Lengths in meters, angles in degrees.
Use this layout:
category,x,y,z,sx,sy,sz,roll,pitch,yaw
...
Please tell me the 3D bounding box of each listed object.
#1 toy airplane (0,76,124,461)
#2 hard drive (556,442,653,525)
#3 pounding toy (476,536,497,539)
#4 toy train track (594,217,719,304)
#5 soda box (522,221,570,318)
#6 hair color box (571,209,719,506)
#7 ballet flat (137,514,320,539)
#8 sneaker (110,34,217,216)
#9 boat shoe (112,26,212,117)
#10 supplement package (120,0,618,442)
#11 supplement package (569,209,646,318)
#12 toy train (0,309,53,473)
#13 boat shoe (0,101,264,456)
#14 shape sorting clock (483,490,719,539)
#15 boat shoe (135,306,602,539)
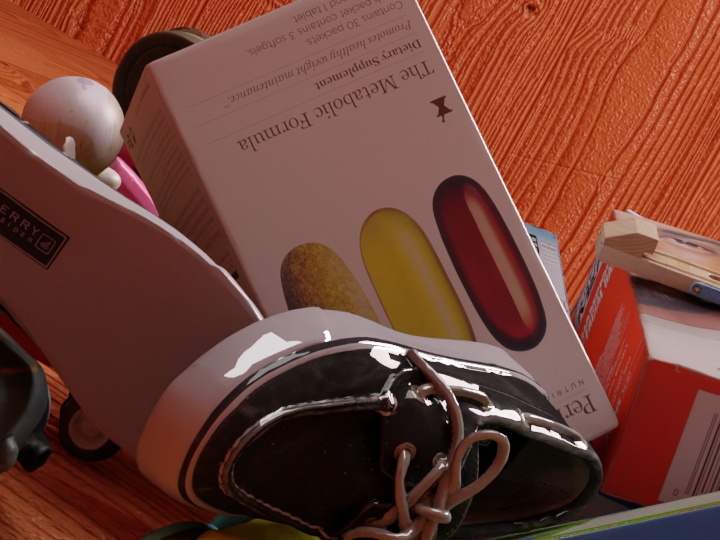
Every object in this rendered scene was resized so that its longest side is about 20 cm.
category,x,y,z,sx,sy,sz,roll,pitch,yaw
toy airplane,-0.156,-0.024,1.017,0.200,0.141,0.199,33,7,40
hard drive,0.164,0.093,1.007,0.132,0.025,0.200,24,18,16
pounding toy,0.145,0.152,1.094,0.184,0.143,0.200,32,22,37
toy train track,0.195,0.012,0.977,0.199,0.033,0.115,19,17,-1
soda box,-0.004,0.031,1.113,0.199,0.069,0.064,-12,-9,19
hair color box,0.153,0.044,0.997,0.111,0.064,0.200,17,16,-4
ballet flat,-0.041,0.114,0.818,0.067,0.067,0.200,51,11,6
sneaker,-0.133,-0.052,1.240,0.095,0.200,0.079,15,-34,50
boat shoe,-0.018,-0.037,1.058,0.200,0.072,0.068,46,17,6
supplement package,0.000,0.000,0.946,0.200,0.114,0.110,64,-14,4
supplement package,0.163,0.093,1.270,0.150,0.200,0.152,29,5,-1
toy train,-0.169,0.031,0.796,0.114,0.085,0.200,42,6,10
boat shoe,-0.100,-0.007,0.818,0.200,0.069,0.057,42,5,-9
shape sorting clock,0.088,0.104,0.811,0.199,0.039,0.200,-12,-5,-1
boat shoe,0.011,0.064,0.791,0.068,0.074,0.199,40,15,32
